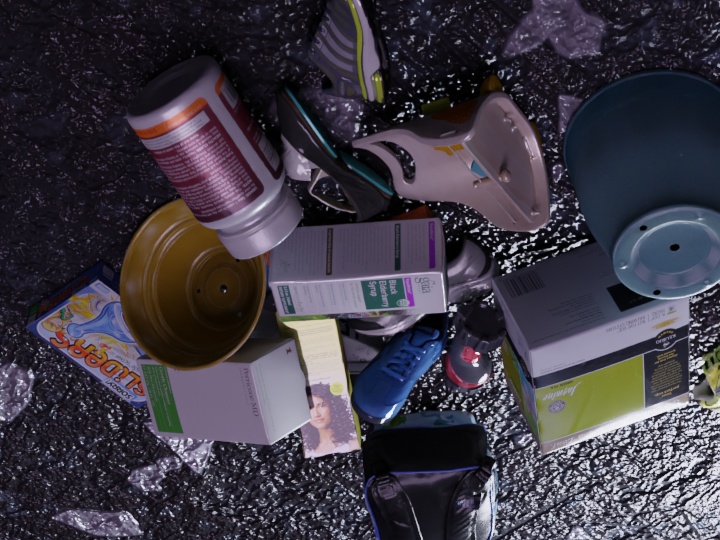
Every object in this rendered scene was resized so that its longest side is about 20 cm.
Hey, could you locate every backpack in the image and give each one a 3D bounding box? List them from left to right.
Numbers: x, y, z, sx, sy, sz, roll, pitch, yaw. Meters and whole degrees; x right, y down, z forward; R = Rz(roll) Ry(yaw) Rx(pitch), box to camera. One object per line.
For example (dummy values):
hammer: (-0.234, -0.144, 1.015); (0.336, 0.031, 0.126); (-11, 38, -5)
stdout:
backpack: (0.098, 0.291, 1.929); (0.181, 0.148, 0.201); (-6, 131, 5)

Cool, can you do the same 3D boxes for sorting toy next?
sorting toy: (0.091, -0.126, 1.565); (0.178, 0.108, 0.200); (-7, 150, 30)

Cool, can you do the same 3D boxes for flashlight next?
flashlight: (0.141, 0.097, 1.743); (0.067, 0.069, 0.200); (-14, 163, -10)

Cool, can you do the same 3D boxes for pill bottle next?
pill bottle: (-0.152, -0.118, 1.532); (0.113, 0.115, 0.201); (-22, 119, 21)

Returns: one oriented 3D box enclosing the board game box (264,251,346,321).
board game box: (-0.064, 0.030, 1.765); (0.102, 0.020, 0.201); (-2, 135, 1)

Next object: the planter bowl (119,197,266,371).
planter bowl: (-0.178, 0.018, 1.678); (0.199, 0.202, 0.083); (-23, 165, 22)

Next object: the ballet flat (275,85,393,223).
ballet flat: (-0.042, -0.118, 1.580); (0.068, 0.068, 0.200); (-41, 123, 9)

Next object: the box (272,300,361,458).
box: (-0.050, 0.121, 1.718); (0.074, 0.050, 0.202); (-10, 105, 5)

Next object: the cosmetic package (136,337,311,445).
cosmetic package: (-0.164, 0.141, 1.711); (0.199, 0.085, 0.109); (-3, 106, 41)

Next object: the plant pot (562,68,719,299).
plant pot: (0.327, -0.079, 1.539); (0.198, 0.189, 0.201); (0, 135, 0)

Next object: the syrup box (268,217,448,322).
syrup box: (0.000, 0.000, 1.631); (0.198, 0.082, 0.079); (-3, 144, 7)

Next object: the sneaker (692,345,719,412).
sneaker: (0.478, 0.117, 1.809); (0.075, 0.076, 0.201); (2, 133, -3)

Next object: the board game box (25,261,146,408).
board game box: (-0.305, 0.085, 1.809); (0.135, 0.035, 0.200); (-30, 127, 26)

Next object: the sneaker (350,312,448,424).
sneaker: (0.051, 0.107, 1.730); (0.066, 0.200, 0.079); (34, 129, 9)

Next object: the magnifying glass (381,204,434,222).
magnifying glass: (-0.005, -0.031, 1.675); (0.199, 0.023, 0.080); (-23, 131, 21)

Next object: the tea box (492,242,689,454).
tea box: (0.277, 0.085, 1.704); (0.198, 0.134, 0.198); (-18, 133, -6)

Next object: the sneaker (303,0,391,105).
sneaker: (-0.023, -0.249, 1.458); (0.080, 0.074, 0.201); (-5, 133, 10)

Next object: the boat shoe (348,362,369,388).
boat shoe: (-0.050, 0.155, 1.782); (0.198, 0.057, 0.069); (-5, 135, 4)

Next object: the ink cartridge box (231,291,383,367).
ink cartridge box: (-0.080, 0.086, 1.781); (0.198, 0.039, 0.100); (20, 132, -20)

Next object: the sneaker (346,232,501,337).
sneaker: (0.067, 0.014, 1.721); (0.199, 0.074, 0.080); (-26, 120, 16)
